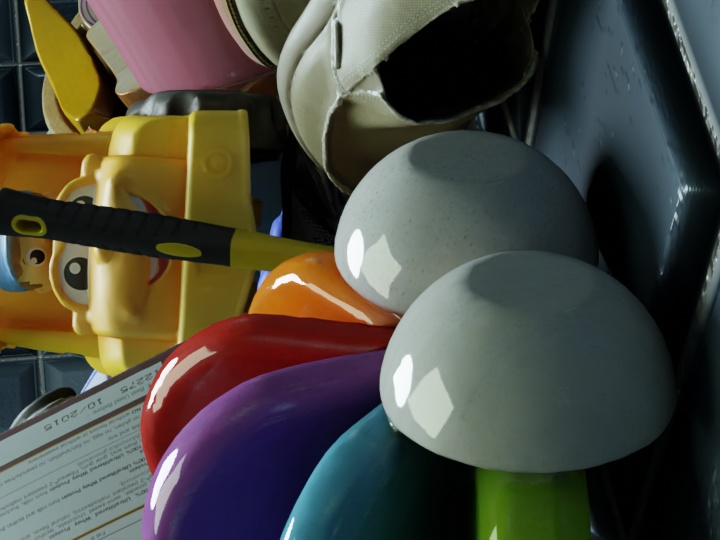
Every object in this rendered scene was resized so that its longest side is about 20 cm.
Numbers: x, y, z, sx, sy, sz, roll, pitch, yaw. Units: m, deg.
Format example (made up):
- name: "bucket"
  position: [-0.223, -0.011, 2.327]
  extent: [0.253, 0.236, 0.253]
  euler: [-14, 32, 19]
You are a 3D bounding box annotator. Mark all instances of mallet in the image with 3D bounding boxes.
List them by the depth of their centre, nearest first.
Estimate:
- name: "mallet"
  position: [-0.039, -0.015, 0.809]
  extent: [0.041, 0.200, 0.066]
  euler: [-71, -5, -51]

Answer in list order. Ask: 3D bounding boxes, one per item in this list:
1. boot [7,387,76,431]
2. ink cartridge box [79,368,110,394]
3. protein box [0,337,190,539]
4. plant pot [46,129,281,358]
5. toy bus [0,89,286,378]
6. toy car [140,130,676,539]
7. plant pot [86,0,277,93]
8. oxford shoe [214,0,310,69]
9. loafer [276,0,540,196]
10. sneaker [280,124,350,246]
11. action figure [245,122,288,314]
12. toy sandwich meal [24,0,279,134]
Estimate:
- name: "boot"
  position: [-0.114, 0.104, 1.001]
  extent: [0.200, 0.070, 0.132]
  euler: [-50, 62, 37]
- name: "ink cartridge box"
  position: [-0.095, 0.100, 1.172]
  extent: [0.042, 0.119, 0.200]
  euler: [-58, 11, 4]
- name: "protein box"
  position: [-0.049, 0.172, 0.821]
  extent: [0.199, 0.135, 0.200]
  euler: [59, -174, -50]
- name: "plant pot"
  position: [-0.109, -0.026, 1.278]
  extent: [0.201, 0.201, 0.161]
  euler: [137, 147, -79]
- name: "toy bus"
  position: [-0.129, -0.014, 0.932]
  extent: [0.200, 0.192, 0.136]
  euler: [-171, 87, -84]
- name: "toy car"
  position: [0.007, 0.063, 0.666]
  extent: [0.200, 0.150, 0.175]
  euler: [-110, 18, -60]
- name: "plant pot"
  position: [-0.067, -0.184, 0.968]
  extent: [0.200, 0.200, 0.179]
  euler: [-122, 13, -72]
- name: "oxford shoe"
  position: [-0.010, -0.129, 0.834]
  extent: [0.074, 0.071, 0.200]
  euler: [39, 156, 16]
- name: "loafer"
  position: [0.018, -0.074, 0.760]
  extent: [0.200, 0.076, 0.067]
  euler: [99, 151, -62]
- name: "sneaker"
  position: [0.000, 0.000, 0.920]
  extent: [0.114, 0.075, 0.200]
  euler: [104, 162, -71]
- name: "action figure"
  position: [-0.067, -0.001, 1.125]
  extent: [0.065, 0.099, 0.200]
  euler: [106, 173, -64]
- name: "toy sandwich meal"
  position: [-0.101, -0.137, 1.181]
  extent: [0.070, 0.205, 0.205]
  euler: [55, -165, -42]
